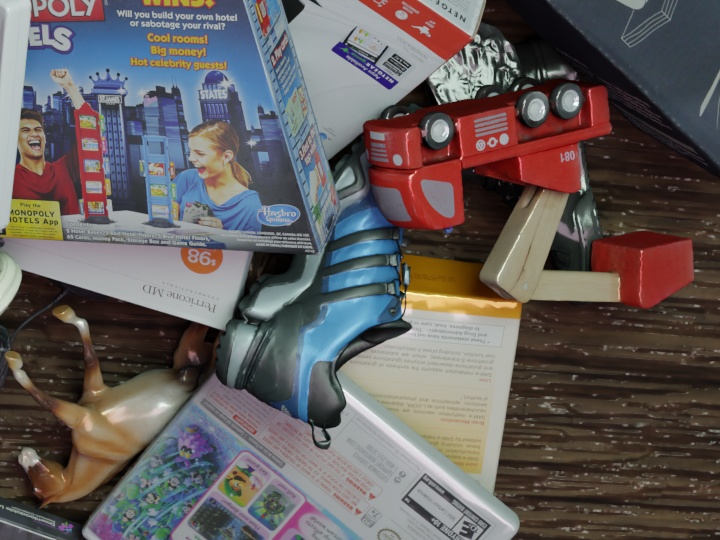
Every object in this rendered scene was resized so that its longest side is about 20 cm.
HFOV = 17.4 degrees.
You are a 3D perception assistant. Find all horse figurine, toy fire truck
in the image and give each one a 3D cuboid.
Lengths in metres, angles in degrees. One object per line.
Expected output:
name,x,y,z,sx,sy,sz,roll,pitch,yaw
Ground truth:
horse figurine,-0.125,0.064,1.416,0.199,0.050,0.133,-25,126,-7
toy fire truck,0.096,-0.036,1.336,0.199,0.049,0.142,-15,106,-31

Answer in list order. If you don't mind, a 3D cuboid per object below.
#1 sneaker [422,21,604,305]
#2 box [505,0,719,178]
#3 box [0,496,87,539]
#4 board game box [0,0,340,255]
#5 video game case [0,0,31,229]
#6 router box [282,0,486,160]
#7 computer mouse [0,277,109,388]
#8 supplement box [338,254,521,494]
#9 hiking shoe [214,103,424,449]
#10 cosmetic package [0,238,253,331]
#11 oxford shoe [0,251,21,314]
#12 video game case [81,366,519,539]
sneaker,0.083,-0.069,1.407,0.103,0.060,0.201,-11,106,-7
box,0.190,-0.189,1.313,0.200,0.117,0.197,38,90,-35
box,-0.234,0.237,1.465,0.142,0.036,0.201,21,111,-16
board game box,-0.115,-0.114,1.222,0.198,0.062,0.201,4,117,9
video game case,-0.246,-0.127,1.220,0.017,0.200,0.144,-27,143,-39
router box,-0.059,-0.154,1.300,0.199,0.049,0.179,31,141,-18
computer mouse,-0.187,0.014,1.406,0.200,0.034,0.059,-42,131,11
supplement box,0.021,0.094,1.442,0.125,0.074,0.202,6,108,-7
hiking shoe,0.000,0.000,1.343,0.086,0.074,0.201,33,78,5
cosmetic package,-0.147,-0.067,1.315,0.199,0.052,0.152,16,119,1
oxford shoe,-0.241,0.046,1.343,0.058,0.075,0.200,41,137,-15
video game case,-0.037,0.152,1.406,0.200,0.024,0.182,39,108,-6
